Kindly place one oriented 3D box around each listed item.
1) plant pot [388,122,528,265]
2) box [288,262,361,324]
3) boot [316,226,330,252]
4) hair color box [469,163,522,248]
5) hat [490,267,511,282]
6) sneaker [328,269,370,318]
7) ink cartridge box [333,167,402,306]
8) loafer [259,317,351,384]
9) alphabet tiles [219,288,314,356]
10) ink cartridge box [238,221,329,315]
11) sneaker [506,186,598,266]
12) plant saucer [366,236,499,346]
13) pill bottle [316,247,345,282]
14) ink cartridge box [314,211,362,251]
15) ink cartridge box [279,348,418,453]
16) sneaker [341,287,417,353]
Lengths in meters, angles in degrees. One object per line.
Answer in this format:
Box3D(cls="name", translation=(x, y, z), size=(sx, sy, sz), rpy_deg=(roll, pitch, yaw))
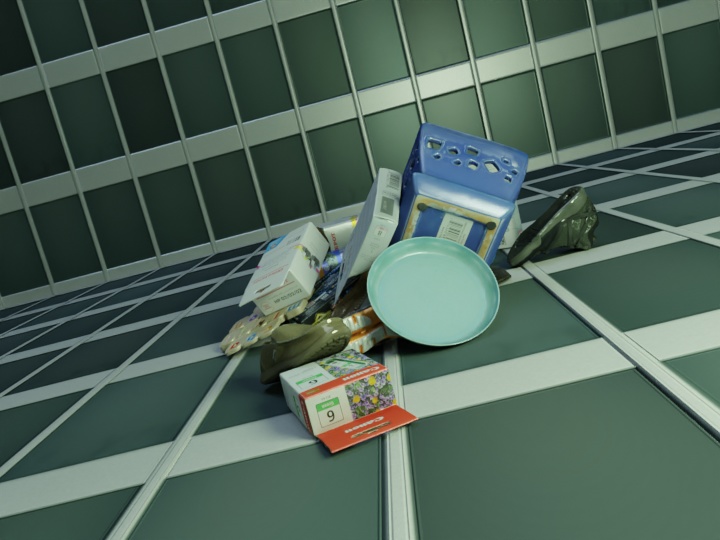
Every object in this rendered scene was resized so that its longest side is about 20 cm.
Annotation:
Box3D(cls="plant pot", translation=(0.155, -0.101, 1.139), size=(0.198, 0.201, 0.181), rpy_deg=(18, 40, 1))
Box3D(cls="box", translation=(-0.044, 0.041, 1.273), size=(0.199, 0.046, 0.159), rpy_deg=(-39, 16, -13))
Box3D(cls="boot", translation=(-0.136, -0.006, 1.522), size=(0.153, 0.201, 0.074), rpy_deg=(-10, 46, 1))
Box3D(cls="hair color box", translation=(0.303, -0.151, 1.552), size=(0.098, 0.202, 0.061), rpy_deg=(-9, 10, 28))
Box3D(cls="hat", translation=(0.182, -0.006, 1.279), size=(0.198, 0.082, 0.201), rpy_deg=(-13, 9, 2))
Box3D(cls="sneaker", translation=(0.026, 0.072, 1.169), size=(0.201, 0.113, 0.071), rpy_deg=(-53, 28, -21))
Box3D(cls="ink cartridge box", translation=(0.014, -0.053, 1.162), size=(0.056, 0.201, 0.163), rpy_deg=(16, 36, -6))
Box3D(cls="loafer", translation=(-0.088, 0.103, 0.937), size=(0.076, 0.068, 0.199), rpy_deg=(-7, -19, -44))
Box3D(cls="alphabet tiles", translation=(-0.177, 0.090, 1.286), size=(0.199, 0.015, 0.196), rpy_deg=(-26, 18, 23))
Box3D(cls="ink cartridge box", translation=(-0.141, 0.008, 1.277), size=(0.114, 0.068, 0.201), rpy_deg=(-25, 28, 29))
Box3D(cls="sneaker", translation=(0.385, -0.058, 1.327), size=(0.199, 0.114, 0.076), rpy_deg=(-43, 15, 3))
Box3D(cls="plant saucer", translation=(0.107, 0.033, 1.014), size=(0.197, 0.028, 0.202), rpy_deg=(2, 51, -3))
Box3D(cls="pill bottle", translation=(0.000, 0.000, 1.428), size=(0.198, 0.113, 0.112), rpy_deg=(-16, 10, -4))
Box3D(cls="ink cartridge box", translation=(-0.003, -0.063, 1.682), size=(0.198, 0.149, 0.146), rpy_deg=(-17, 10, -15))
Box3D(cls="ink cartridge box", translation=(-0.021, 0.148, 0.807), size=(0.108, 0.051, 0.200), rpy_deg=(-17, 9, -17))
Box3D(cls="sneaker", translation=(0.034, 0.079, 1.057), size=(0.198, 0.079, 0.077), rpy_deg=(-15, -2, -16))
